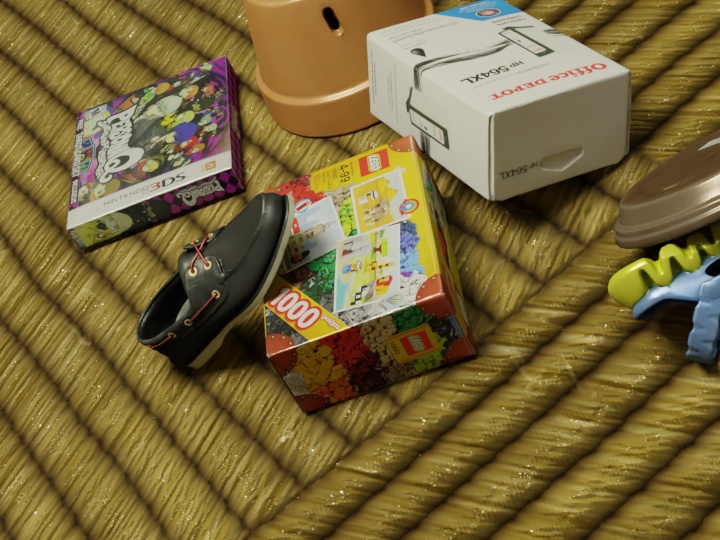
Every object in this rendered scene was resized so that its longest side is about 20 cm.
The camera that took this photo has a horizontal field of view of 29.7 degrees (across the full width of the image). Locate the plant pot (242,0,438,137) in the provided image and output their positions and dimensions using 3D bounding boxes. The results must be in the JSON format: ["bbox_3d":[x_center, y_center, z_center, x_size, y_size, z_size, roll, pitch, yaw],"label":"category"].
[{"bbox_3d":[-0.028,-0.251,1.337,0.199,0.140,0.201,-16,41,15],"label":"plant pot"}]

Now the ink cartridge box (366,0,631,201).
[{"bbox_3d":[0.116,-0.152,1.164,0.145,0.085,0.200,-20,35,-23],"label":"ink cartridge box"}]

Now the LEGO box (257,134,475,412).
[{"bbox_3d":[0.000,0.000,1.110,0.148,0.077,0.201,-20,41,11],"label":"LEGO box"}]

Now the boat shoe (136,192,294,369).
[{"bbox_3d":[-0.118,0.006,1.101,0.201,0.063,0.074,-48,30,38],"label":"boat shoe"}]

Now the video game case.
[{"bbox_3d":[-0.209,-0.124,1.389,0.180,0.036,0.201,-19,41,10],"label":"video game case"}]

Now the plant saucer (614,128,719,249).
[{"bbox_3d":[0.270,-0.078,0.995,0.199,0.030,0.200,-31,6,4],"label":"plant saucer"}]

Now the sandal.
[{"bbox_3d":[0.278,-0.002,0.943,0.199,0.079,0.087,-31,76,18],"label":"sandal"}]
